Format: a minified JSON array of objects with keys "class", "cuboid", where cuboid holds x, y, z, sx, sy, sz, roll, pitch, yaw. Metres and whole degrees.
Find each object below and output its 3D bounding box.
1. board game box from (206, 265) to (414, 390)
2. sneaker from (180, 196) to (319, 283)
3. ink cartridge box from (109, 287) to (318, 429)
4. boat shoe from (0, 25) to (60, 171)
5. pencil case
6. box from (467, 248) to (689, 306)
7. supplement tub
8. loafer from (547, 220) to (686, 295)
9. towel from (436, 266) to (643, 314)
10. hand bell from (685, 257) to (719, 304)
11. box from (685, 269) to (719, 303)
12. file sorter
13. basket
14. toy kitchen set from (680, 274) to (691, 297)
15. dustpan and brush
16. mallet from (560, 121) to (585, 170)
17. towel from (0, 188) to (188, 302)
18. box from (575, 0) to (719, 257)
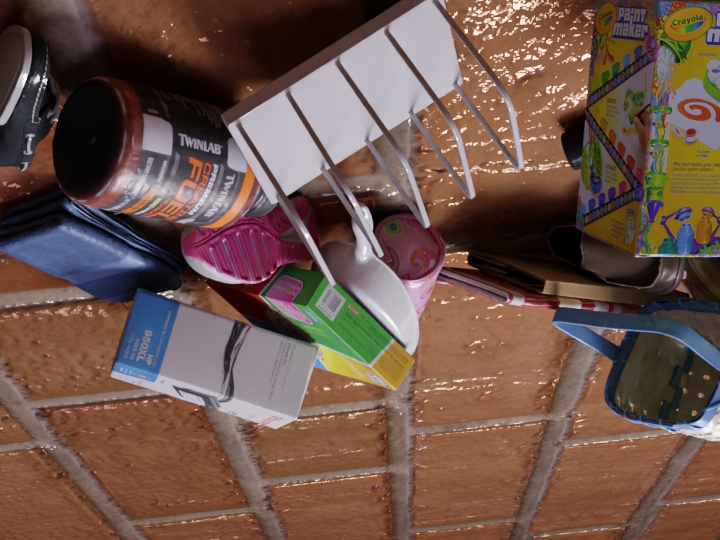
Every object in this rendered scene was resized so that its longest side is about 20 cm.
[{"class":"board game box","cuboid":[-0.056,0.052,1.366,0.153,0.041,0.199,45,160,-31]},{"class":"sneaker","cuboid":[-0.120,-0.024,1.259,0.087,0.083,0.199,-11,178,27]},{"class":"ink cartridge box","cuboid":[-0.158,0.097,1.372,0.197,0.085,0.145,18,166,-9]},{"class":"boat shoe","cuboid":[-0.273,-0.136,1.045,0.059,0.077,0.199,7,164,-26]},{"class":"pencil case","cuboid":[0.035,0.016,1.426,0.086,0.089,0.200,-1,156,-11]},{"class":"box","cuboid":[0.240,0.010,1.435,0.197,0.022,0.163,7,-172,-27]},{"class":"supplement tub","cuboid":[-0.155,-0.095,1.102,0.106,0.109,0.198,-26,158,37]},{"class":"loafer","cuboid":[0.261,-0.015,1.344,0.070,0.074,0.199,3,-178,-25]},{"class":"towel","cuboid":[0.194,0.026,1.417,0.198,0.023,0.143,6,-172,-34]},{"class":"hand bell","cuboid":[0.431,-0.054,1.320,0.199,0.104,0.104,-38,159,-12]},{"class":"box","cuboid":[0.451,-0.021,1.396,0.197,0.130,0.109,-14,153,16]},{"class":"file sorter","cuboid":[0.016,-0.101,1.040,0.198,0.125,0.139,-32,154,-2]},{"class":"basket","cuboid":[0.311,0.091,1.316,0.198,0.141,0.175,27,170,-33]},{"class":"toy kitchen set","cuboid":[0.479,0.001,1.492,0.197,0.164,0.182,-3,132,-26]},{"class":"dustpan and brush","cuboid":[0.000,0.000,1.307,0.138,0.058,0.201,28,160,19]},{"class":"mallet","cuboid":[0.268,-0.107,1.285,0.065,0.042,0.199,-24,155,29]},{"class":"towel","cuboid":[-0.273,-0.021,1.314,0.110,0.049,0.200,-14,156,25]},{"class":"box","cuboid":[0.294,-0.117,1.037,0.197,0.196,0.122,1,-168,-14]}]
